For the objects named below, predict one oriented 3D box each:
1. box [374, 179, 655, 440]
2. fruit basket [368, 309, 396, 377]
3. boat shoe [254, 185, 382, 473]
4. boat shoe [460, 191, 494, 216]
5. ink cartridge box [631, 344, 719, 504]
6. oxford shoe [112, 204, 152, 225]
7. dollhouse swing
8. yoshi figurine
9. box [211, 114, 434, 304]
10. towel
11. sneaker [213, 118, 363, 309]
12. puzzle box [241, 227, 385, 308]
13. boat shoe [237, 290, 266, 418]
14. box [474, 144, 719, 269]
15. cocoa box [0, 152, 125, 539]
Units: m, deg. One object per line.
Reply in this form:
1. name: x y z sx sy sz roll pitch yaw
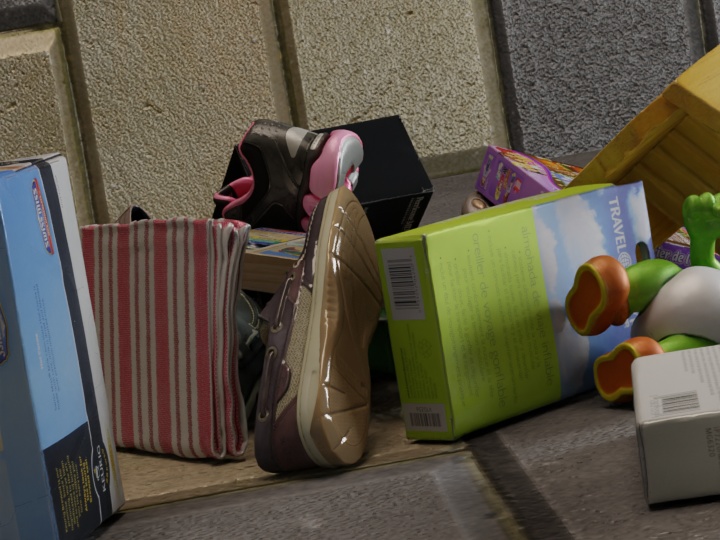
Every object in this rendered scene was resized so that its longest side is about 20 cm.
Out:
1. box: 0.101 0.020 1.379 0.199 0.123 0.047 -15 8 -43
2. fruit basket: 0.078 0.029 1.605 0.198 0.095 0.185 3 9 13
3. boat shoe: -0.029 0.034 1.345 0.064 0.072 0.201 -15 46 21
4. boat shoe: 0.155 -0.009 1.798 0.199 0.072 0.076 11 21 -27
5. ink cartridge box: 0.223 0.064 1.142 0.172 0.044 0.200 -8 6 7
6. oxford shoe: -0.140 0.016 1.745 0.071 0.073 0.200 16 16 -49
7. dollhouse swing: 0.246 -0.036 1.496 0.182 0.176 0.200 -37 -6 -42
8. yoshi figurine: 0.231 0.015 1.362 0.199 0.113 0.112 -10 21 -26
9. box: -0.042 -0.021 1.766 0.140 0.079 0.200 -9 -31 -23
10. towel: -0.126 0.041 1.448 0.030 0.148 0.200 0 0 -32
11. sneaker: -0.059 -0.028 1.617 0.095 0.201 0.079 17 41 6
12. puzzle box: 0.000 0.000 1.478 0.199 0.026 0.133 7 7 20
13. boat shoe: -0.095 0.045 1.546 0.072 0.062 0.200 -2 21 4
14. box: 0.184 -0.035 1.695 0.136 0.039 0.200 12 15 -24
15. cocoa box: -0.216 0.050 1.209 0.132 0.202 0.131 -8 7 10
